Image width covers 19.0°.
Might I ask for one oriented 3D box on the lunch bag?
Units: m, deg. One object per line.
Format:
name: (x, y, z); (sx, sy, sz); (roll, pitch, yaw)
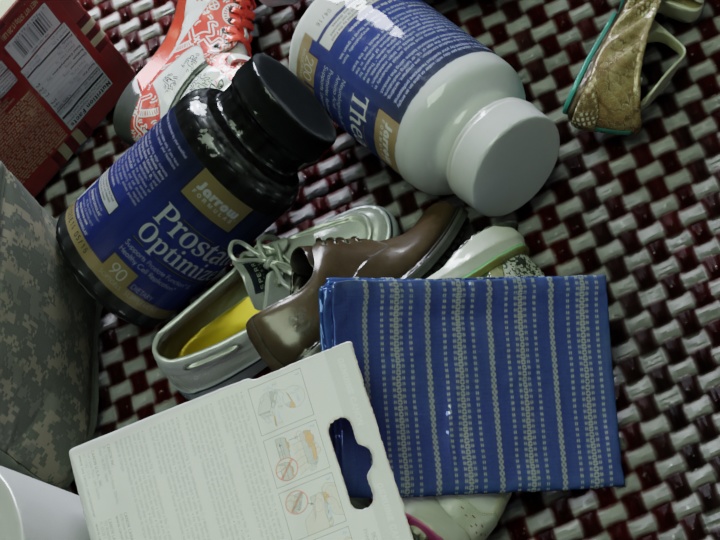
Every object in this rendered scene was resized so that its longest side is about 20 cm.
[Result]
lunch bag: (-0.268, 0.052, 1.554); (0.117, 0.164, 0.200); (-14, 56, 19)

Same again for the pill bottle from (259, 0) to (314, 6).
pill bottle: (0.014, -0.260, 1.643); (0.200, 0.112, 0.112); (-8, 59, 20)

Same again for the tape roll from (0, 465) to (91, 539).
tape roll: (-0.240, 0.235, 1.420); (0.202, 0.139, 0.203); (-19, 58, 35)

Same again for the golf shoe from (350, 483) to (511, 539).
golf shoe: (0.016, 0.129, 1.451); (0.200, 0.075, 0.092); (33, 63, 33)

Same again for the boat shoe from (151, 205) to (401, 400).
boat shoe: (-0.066, 0.009, 1.538); (0.202, 0.086, 0.075); (-34, 54, 3)

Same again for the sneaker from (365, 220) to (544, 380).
sneaker: (0.067, 0.048, 1.444); (0.089, 0.077, 0.200); (38, 60, 20)

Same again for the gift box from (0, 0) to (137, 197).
gift box: (-0.316, -0.187, 1.700); (0.187, 0.200, 0.185); (33, 73, 36)

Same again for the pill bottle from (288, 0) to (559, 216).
pill bottle: (0.047, -0.124, 1.549); (0.111, 0.111, 0.200); (-45, 54, -6)

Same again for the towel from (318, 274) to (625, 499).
towel: (0.072, 0.073, 1.395); (0.200, 0.024, 0.145); (-1, 79, -14)

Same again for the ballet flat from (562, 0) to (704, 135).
ballet flat: (0.209, -0.180, 1.551); (0.065, 0.071, 0.200); (24, 74, 4)

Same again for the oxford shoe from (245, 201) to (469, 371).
oxford shoe: (0.000, 0.000, 1.484); (0.084, 0.073, 0.200); (46, 54, 7)

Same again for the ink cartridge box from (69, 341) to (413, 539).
ink cartridge box: (-0.071, 0.154, 1.350); (0.200, 0.050, 0.161); (-21, 65, 6)

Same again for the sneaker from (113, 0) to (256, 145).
sneaker: (-0.101, -0.172, 1.671); (0.108, 0.067, 0.202); (21, 76, 33)

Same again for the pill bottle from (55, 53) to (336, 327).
pill bottle: (-0.117, -0.060, 1.556); (0.200, 0.112, 0.112); (-42, 52, 18)
